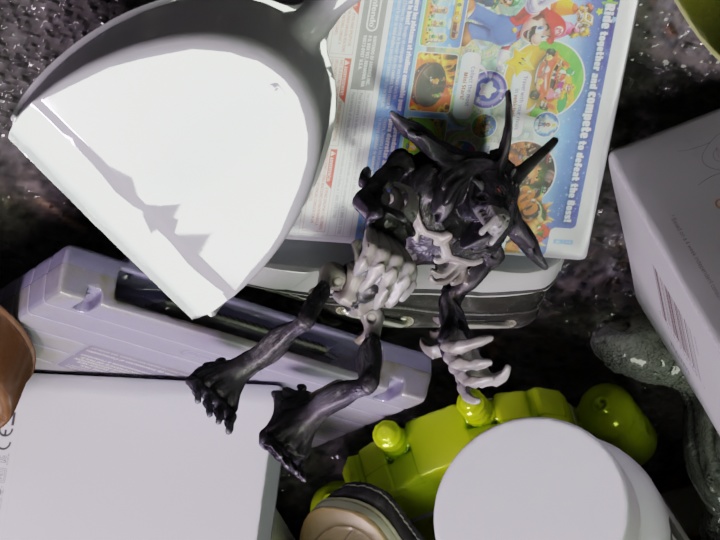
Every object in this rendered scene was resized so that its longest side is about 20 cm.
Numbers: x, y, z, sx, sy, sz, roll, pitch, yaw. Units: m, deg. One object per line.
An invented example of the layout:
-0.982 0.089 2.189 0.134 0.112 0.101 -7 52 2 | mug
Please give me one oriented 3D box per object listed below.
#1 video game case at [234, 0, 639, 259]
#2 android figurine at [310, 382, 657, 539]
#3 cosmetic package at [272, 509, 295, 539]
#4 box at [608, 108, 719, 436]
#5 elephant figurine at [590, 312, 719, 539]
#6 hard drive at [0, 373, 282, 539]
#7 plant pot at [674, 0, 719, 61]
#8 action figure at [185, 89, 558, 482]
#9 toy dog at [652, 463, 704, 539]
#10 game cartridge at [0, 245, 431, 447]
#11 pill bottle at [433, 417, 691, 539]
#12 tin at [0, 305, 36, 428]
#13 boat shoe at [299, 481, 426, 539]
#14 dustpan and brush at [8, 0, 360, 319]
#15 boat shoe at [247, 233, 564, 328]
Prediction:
0.022 -0.078 1.405 0.200 0.018 0.143 4 114 -13 | video game case
0.064 0.109 1.563 0.182 0.041 0.200 -22 154 12 | android figurine
-0.091 0.158 1.578 0.101 0.074 0.200 -12 142 10 | cosmetic package
0.242 -0.010 1.420 0.200 0.152 0.106 -21 135 -4 | box
0.226 0.102 1.532 0.200 0.155 0.142 -11 132 -25 | elephant figurine
-0.140 0.117 1.477 0.200 0.132 0.027 2 162 17 | hard drive
0.231 -0.199 1.262 0.200 0.187 0.187 -19 135 -12 | plant pot
0.020 0.011 1.376 0.200 0.102 0.119 -45 123 6 | action figure
0.202 0.204 1.652 0.194 0.140 0.200 -22 131 11 | toy dog
-0.081 0.039 1.481 0.200 0.038 0.130 18 162 -24 | game cartridge
0.106 0.147 1.485 0.114 0.114 0.200 -19 155 9 | pill bottle
-0.248 0.018 1.428 0.200 0.042 0.112 34 140 -22 | tin
0.026 0.169 1.533 0.072 0.066 0.201 9 140 32 | boat shoe
-0.043 -0.090 1.354 0.200 0.057 0.140 -38 112 16 | dustpan and brush
0.000 0.000 1.467 0.200 0.071 0.064 6 134 -13 | boat shoe
